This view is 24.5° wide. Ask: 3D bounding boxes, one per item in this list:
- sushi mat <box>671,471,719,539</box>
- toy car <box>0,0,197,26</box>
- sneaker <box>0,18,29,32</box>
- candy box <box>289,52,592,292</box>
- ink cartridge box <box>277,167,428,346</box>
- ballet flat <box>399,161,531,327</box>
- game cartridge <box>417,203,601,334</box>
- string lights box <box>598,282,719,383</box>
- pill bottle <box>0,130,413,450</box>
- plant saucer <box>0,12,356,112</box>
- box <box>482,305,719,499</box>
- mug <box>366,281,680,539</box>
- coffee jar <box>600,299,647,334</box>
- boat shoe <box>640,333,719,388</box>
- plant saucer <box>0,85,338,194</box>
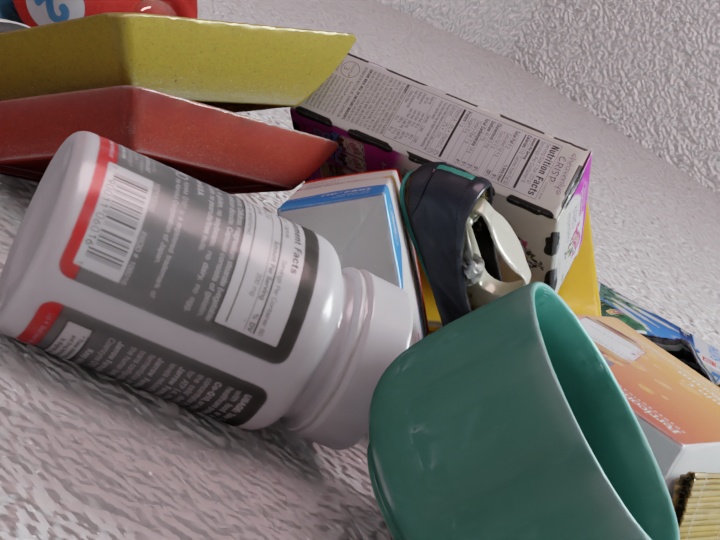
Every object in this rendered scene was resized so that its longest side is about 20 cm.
[{"bbox_3d":[0.223,0.163,0.978,0.012,0.096,0.200,23,8,37],"label":"sushi mat"},{"bbox_3d":[-0.188,-0.176,1.357,0.177,0.184,0.201,10,51,-53],"label":"toy car"},{"bbox_3d":[-0.209,-0.131,1.199,0.200,0.075,0.084,17,-3,-40],"label":"sneaker"},{"bbox_3d":[0.057,-0.065,1.149,0.199,0.061,0.137,25,-21,14],"label":"candy box"},{"bbox_3d":[0.000,0.000,1.051,0.067,0.117,0.200,-10,8,6],"label":"ink cartridge box"},{"bbox_3d":[0.080,0.020,1.061,0.073,0.201,0.073,-13,31,8],"label":"ballet flat"},{"bbox_3d":[0.087,-0.017,1.234,0.175,0.033,0.200,7,41,-4],"label":"game cartridge"},{"bbox_3d":[0.217,0.056,1.442,0.199,0.059,0.103,29,12,3],"label":"string lights box"},{"bbox_3d":[-0.081,0.016,0.876,0.199,0.114,0.114,24,14,-18],"label":"pill bottle"},{"bbox_3d":[-0.137,-0.129,1.092,0.199,0.049,0.200,-1,1,-44],"label":"plant saucer"},{"bbox_3d":[0.150,0.107,1.017,0.152,0.107,0.200,36,15,28],"label":"box"},{"bbox_3d":[0.078,0.098,0.837,0.153,0.114,0.185,65,16,14],"label":"mug"},{"bbox_3d":[0.117,0.029,1.285,0.200,0.086,0.104,33,15,22],"label":"coffee jar"},{"bbox_3d":[0.234,0.108,1.124,0.071,0.091,0.200,-20,26,-33],"label":"boat shoe"},{"bbox_3d":[-0.150,-0.077,1.089,0.199,0.037,0.200,-1,-7,37],"label":"plant saucer"}]
